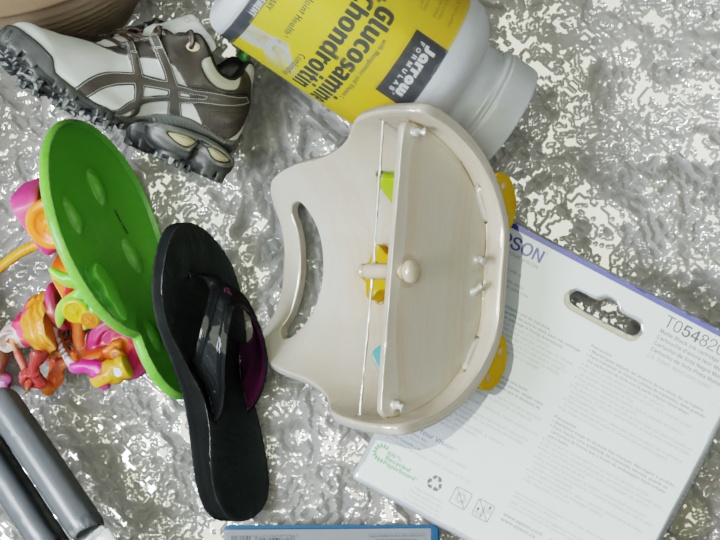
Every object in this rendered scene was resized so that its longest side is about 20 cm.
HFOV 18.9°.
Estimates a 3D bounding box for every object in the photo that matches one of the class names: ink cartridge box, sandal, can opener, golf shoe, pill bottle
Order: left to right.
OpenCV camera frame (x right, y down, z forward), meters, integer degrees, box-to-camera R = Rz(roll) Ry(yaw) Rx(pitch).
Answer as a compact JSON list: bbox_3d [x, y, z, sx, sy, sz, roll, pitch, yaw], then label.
[{"bbox_3d":[-0.194,0.162,1.377,0.053,0.066,0.200,-38,71,7],"label":"can opener"},{"bbox_3d":[-0.149,-0.132,1.383,0.078,0.200,0.095,26,91,43],"label":"golf shoe"},{"bbox_3d":[-0.085,0.064,1.413,0.048,0.075,0.202,-7,100,36],"label":"sandal"},{"bbox_3d":[0.011,-0.150,1.389,0.199,0.112,0.112,33,91,-11],"label":"pill bottle"},{"bbox_3d":[0.126,0.094,1.408,0.199,0.041,0.201,29,90,9],"label":"ink cartridge box"}]

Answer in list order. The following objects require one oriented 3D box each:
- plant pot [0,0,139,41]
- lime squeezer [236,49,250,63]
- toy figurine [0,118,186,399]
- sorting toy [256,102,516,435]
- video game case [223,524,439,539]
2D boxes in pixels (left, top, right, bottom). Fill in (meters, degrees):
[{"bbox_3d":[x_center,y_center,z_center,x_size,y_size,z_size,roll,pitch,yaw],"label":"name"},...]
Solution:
[{"bbox_3d":[-0.208,-0.201,1.426,0.200,0.201,0.093,-12,125,7],"label":"plant pot"},{"bbox_3d":[-0.045,-0.169,1.459,0.200,0.038,0.071,-41,114,3],"label":"lime squeezer"},{"bbox_3d":[-0.230,0.024,1.437,0.183,0.150,0.201,-21,108,19],"label":"toy figurine"},{"bbox_3d":[0.000,0.000,1.390,0.179,0.107,0.201,3,87,44],"label":"sorting toy"},{"bbox_3d":[-0.021,0.258,1.376,0.142,0.018,0.201,0,61,3],"label":"video game case"}]
